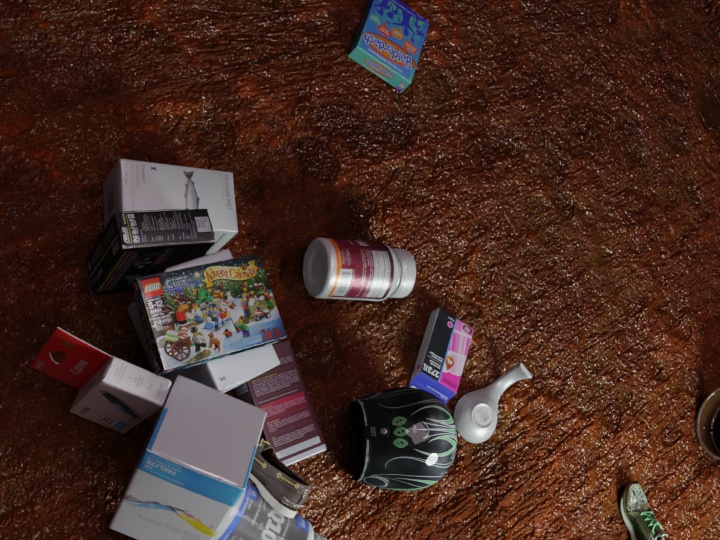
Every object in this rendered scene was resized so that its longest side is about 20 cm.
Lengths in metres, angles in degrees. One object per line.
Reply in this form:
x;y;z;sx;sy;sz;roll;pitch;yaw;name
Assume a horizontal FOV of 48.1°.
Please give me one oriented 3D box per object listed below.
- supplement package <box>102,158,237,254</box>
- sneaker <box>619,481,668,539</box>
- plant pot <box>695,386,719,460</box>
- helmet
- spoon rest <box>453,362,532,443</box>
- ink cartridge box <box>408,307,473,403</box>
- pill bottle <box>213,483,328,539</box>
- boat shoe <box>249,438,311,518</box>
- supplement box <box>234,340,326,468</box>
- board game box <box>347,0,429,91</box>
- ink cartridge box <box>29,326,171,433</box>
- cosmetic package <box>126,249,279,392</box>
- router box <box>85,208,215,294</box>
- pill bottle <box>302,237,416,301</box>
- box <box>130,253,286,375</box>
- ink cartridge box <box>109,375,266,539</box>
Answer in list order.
-0.326;-0.105;1.378;0.199;0.117;0.118;3;69;-32;supplement package
0.629;0.558;1.746;0.076;0.089;0.201;1;71;-32;sneaker
0.965;0.400;1.971;0.198;0.200;0.201;29;58;-30;plant pot
0.081;0.302;1.447;0.189;0.200;0.201;2;70;-14;helmet
0.268;0.270;1.658;0.200;0.061;0.100;-39;93;-23;spoon rest
0.162;0.183;1.630;0.094;0.037;0.201;32;60;-18;ink cartridge box
-0.146;0.429;1.287;0.200;0.114;0.114;37;56;-16;pill bottle
-0.158;0.310;1.300;0.060;0.200;0.072;-53;148;1;boat shoe
-0.146;0.235;1.395;0.108;0.061;0.201;-13;80;-36;supplement box
0.067;-0.529;1.839;0.152;0.045;0.201;28;60;-21;board game box
-0.391;0.168;1.178;0.176;0.200;0.045;29;56;-19;ink cartridge box
-0.255;0.102;1.291;0.122;0.200;0.200;-22;85;-36;cosmetic package
-0.339;-0.029;1.287;0.149;0.200;0.063;-6;72;-34;router box
0.000;0.000;1.547;0.199;0.114;0.115;4;69;-32;pill bottle
-0.220;0.061;1.180;0.199;0.038;0.137;-14;80;-35;box
-0.250;0.290;1.170;0.145;0.201;0.147;25;35;-10;ink cartridge box
